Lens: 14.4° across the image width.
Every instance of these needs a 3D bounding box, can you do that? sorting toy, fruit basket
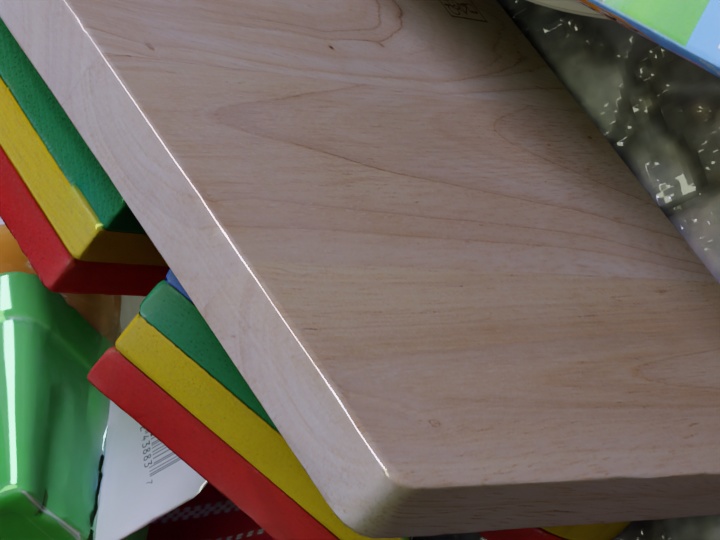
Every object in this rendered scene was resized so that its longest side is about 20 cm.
[{"bbox_3d":[0.000,0.000,0.735,0.070,0.200,0.199,-50,60,26],"label":"sorting toy"},{"bbox_3d":[-0.125,0.021,0.816,0.185,0.094,0.200,-24,42,15],"label":"fruit basket"}]

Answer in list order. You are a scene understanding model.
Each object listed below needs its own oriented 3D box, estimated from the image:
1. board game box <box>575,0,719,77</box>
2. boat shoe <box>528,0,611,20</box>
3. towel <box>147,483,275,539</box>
[{"bbox_3d":[0.066,-0.149,0.730,0.200,0.037,0.152,32,95,34],"label":"board game box"},{"bbox_3d":[0.049,-0.119,0.799,0.200,0.074,0.062,29,121,34],"label":"boat shoe"},{"bbox_3d":[-0.067,0.117,0.764,0.144,0.023,0.200,-12,34,31],"label":"towel"}]
